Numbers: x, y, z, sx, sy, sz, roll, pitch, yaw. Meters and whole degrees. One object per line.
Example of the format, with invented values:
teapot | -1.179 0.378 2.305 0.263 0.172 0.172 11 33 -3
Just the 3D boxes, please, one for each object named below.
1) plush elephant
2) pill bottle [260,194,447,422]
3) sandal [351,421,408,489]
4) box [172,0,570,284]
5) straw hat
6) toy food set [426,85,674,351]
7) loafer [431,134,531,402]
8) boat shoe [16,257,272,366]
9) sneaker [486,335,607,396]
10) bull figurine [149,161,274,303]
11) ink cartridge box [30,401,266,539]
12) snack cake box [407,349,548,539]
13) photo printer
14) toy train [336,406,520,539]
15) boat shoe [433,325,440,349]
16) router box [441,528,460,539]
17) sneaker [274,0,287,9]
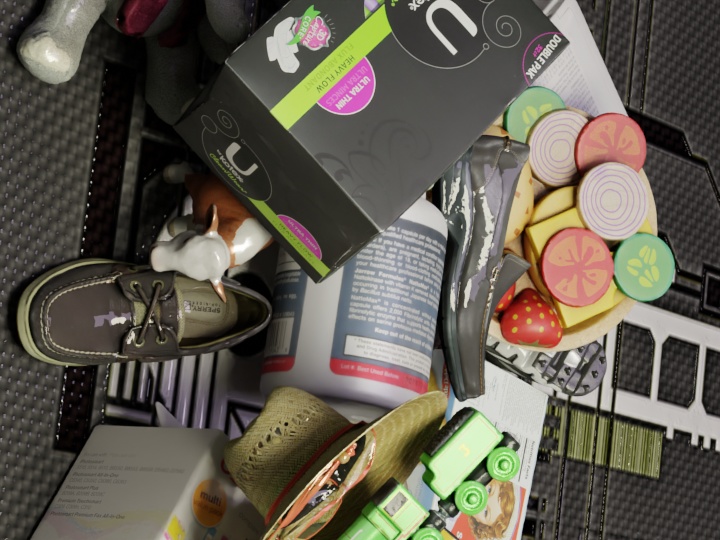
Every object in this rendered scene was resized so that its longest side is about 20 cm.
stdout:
plush elephant | -0.107 -0.202 1.517 0.164 0.154 0.202 26 70 -44
pill bottle | 0.000 0.000 1.617 0.119 0.119 0.202 20 74 -46
sandal | -0.003 0.117 1.678 0.080 0.054 0.202 -7 92 -19
box | 0.006 -0.120 1.477 0.149 0.124 0.200 46 63 -3
straw hat | -0.040 0.120 1.444 0.201 0.085 0.201 -44 163 -17
toy food set | 0.145 -0.039 1.755 0.197 0.049 0.201 -24 93 -19
loafer | 0.091 -0.002 1.680 0.072 0.073 0.202 -2 103 -4
boat shoe | -0.142 0.025 1.537 0.199 0.064 0.074 -8 94 -48
sneaker | 0.100 0.033 1.809 0.200 0.090 0.067 38 76 -12
bull figurine | -0.076 -0.060 1.554 0.200 0.121 0.065 -42 124 -20
ink cartridge box | -0.132 0.198 1.498 0.129 0.125 0.201 50 55 -35
snack cake box | 0.071 0.173 1.768 0.115 0.067 0.202 30 67 -45
photo printer | 0.152 -0.105 1.866 0.167 0.069 0.201 -50 124 -35
toy train | 0.022 0.169 1.459 0.200 0.042 0.056 -46 101 -5
boat shoe | 0.017 -0.031 1.716 0.073 0.065 0.201 -37 115 -42
router box | 0.005 0.235 1.579 0.158 0.052 0.200 -51 170 -3
sneaker | 0.018 -0.179 1.718 0.199 0.080 0.087 4 96 -42
